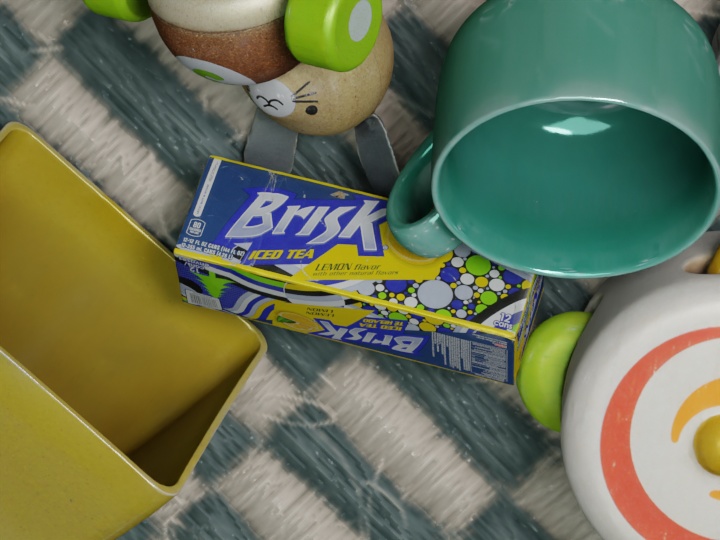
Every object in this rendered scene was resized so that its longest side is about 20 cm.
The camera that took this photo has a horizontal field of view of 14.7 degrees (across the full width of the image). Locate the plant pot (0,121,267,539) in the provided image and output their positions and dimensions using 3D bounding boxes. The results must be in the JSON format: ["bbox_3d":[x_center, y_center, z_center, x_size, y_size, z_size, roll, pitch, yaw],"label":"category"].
[{"bbox_3d":[-0.203,0.071,1.579,0.200,0.200,0.176,42,118,-6],"label":"plant pot"}]

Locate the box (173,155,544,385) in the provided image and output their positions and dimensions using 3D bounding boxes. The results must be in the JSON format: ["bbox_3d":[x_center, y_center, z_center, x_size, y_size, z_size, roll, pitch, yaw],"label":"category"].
[{"bbox_3d":[0.000,0.000,1.569,0.200,0.064,0.070,14,63,9],"label":"box"}]

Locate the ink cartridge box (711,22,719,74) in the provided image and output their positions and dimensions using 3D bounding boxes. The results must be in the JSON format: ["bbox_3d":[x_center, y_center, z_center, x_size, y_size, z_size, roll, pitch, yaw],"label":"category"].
[{"bbox_3d":[0.294,-0.177,1.504,0.145,0.088,0.200,21,108,0],"label":"ink cartridge box"}]

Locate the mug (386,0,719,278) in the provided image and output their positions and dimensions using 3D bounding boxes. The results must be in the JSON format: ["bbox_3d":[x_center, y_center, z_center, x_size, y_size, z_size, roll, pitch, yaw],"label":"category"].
[{"bbox_3d":[0.101,-0.085,1.484,0.185,0.115,0.152,-1,142,8],"label":"mug"}]

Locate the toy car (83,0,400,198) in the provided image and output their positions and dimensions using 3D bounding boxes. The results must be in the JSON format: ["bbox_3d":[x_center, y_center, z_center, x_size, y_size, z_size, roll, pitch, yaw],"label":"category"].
[{"bbox_3d":[-0.038,-0.115,1.534,0.164,0.158,0.200,15,136,29],"label":"toy car"}]

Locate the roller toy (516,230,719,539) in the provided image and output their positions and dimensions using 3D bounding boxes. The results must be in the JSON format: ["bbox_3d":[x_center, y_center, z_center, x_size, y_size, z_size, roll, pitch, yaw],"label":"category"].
[{"bbox_3d":[0.205,0.078,1.554,0.200,0.140,0.183,-32,100,13],"label":"roller toy"}]
